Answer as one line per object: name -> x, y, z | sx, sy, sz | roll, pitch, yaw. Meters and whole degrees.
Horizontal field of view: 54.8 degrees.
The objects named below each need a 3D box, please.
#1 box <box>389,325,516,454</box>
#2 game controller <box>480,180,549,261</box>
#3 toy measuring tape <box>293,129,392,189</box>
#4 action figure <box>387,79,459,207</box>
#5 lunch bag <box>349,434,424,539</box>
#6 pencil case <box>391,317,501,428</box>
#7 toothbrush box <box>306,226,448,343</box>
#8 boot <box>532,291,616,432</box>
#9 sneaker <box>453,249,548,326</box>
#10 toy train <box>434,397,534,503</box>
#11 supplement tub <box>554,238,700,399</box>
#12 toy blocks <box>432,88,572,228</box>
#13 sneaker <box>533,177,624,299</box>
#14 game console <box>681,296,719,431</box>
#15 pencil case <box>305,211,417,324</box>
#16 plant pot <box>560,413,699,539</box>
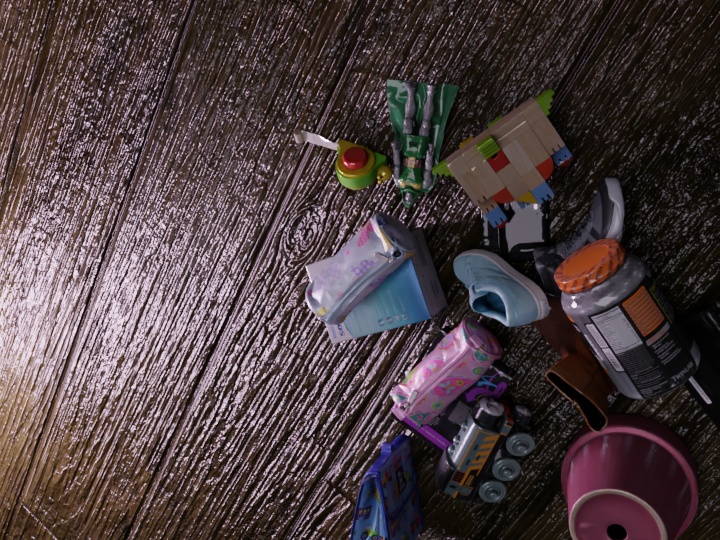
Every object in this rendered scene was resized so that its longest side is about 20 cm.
box -> 0.155, 0.213, 1.187 | 0.143, 0.036, 0.200 | 35, 116, 15
game controller -> 0.236, -0.112, 1.072 | 0.104, 0.042, 0.201 | -2, 102, 13
toy measuring tape -> -0.040, -0.183, 1.170 | 0.200, 0.074, 0.074 | 22, 111, 21
action figure -> 0.089, -0.199, 1.116 | 0.118, 0.055, 0.201 | 11, 111, 22
lunch bag -> 0.045, 0.392, 1.219 | 0.094, 0.150, 0.201 | 6, 105, 26
pencil case -> 0.135, 0.167, 1.119 | 0.087, 0.087, 0.200 | 47, 116, 10
toothbrush box -> 0.026, 0.027, 1.179 | 0.200, 0.085, 0.147 | -19, 93, 29
boot -> 0.290, 0.124, 1.000 | 0.068, 0.200, 0.188 | -42, 81, 30
sneaker -> 0.189, 0.024, 1.052 | 0.200, 0.082, 0.074 | 33, 134, 55
toy train -> 0.202, 0.296, 1.135 | 0.114, 0.085, 0.200 | 18, 115, -9
supplement tub -> 0.356, 0.063, 0.937 | 0.122, 0.123, 0.200 | -30, 103, 29
toy blocks -> 0.225, -0.148, 1.007 | 0.200, 0.100, 0.137 | -35, 104, 17
sneaker -> 0.313, -0.039, 1.010 | 0.113, 0.075, 0.201 | 7, 109, 10
game console -> 0.550, 0.119, 0.970 | 0.200, 0.116, 0.176 | 54, 149, 7
pencil case -> 0.000, 0.000, 1.090 | 0.200, 0.083, 0.091 | -44, 45, 29
plant pot -> 0.386, 0.335, 1.014 | 0.199, 0.179, 0.201 | 6, 104, 25
